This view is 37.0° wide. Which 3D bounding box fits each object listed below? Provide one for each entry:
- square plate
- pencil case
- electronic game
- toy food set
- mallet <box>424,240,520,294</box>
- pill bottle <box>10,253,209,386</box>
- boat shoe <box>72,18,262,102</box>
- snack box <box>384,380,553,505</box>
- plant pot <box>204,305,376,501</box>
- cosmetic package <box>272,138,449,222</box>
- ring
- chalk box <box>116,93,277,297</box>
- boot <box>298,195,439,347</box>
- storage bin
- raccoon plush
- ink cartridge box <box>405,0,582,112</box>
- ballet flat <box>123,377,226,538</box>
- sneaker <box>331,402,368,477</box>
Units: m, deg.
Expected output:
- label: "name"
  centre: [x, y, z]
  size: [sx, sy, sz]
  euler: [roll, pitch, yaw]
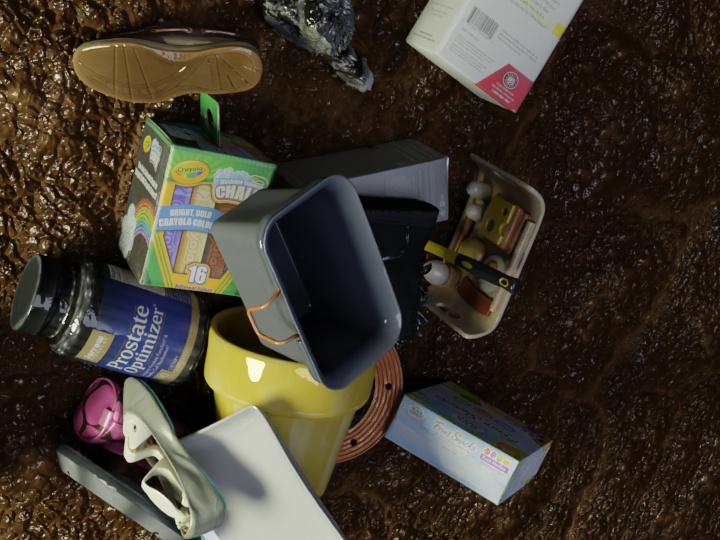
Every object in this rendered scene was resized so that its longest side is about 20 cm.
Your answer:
- label: "square plate"
  centre: [-0.121, 0.254, 1.200]
  size: [0.201, 0.197, 0.028]
  euler: [58, 39, -7]
- label: "pencil case"
  centre: [-0.244, 0.207, 1.290]
  size: [0.199, 0.094, 0.091]
  euler: [36, 92, -32]
- label: "electronic game"
  centre: [-0.267, 0.259, 1.240]
  size: [0.200, 0.199, 0.042]
  euler: [45, 70, -32]
- label: "toy food set"
  centre: [0.141, -0.033, 1.350]
  size: [0.060, 0.143, 0.202]
  euler: [14, 104, -33]
- label: "mallet"
  centre: [0.117, -0.026, 1.318]
  size: [0.041, 0.199, 0.067]
  euler: [5, 100, -49]
- label: "pill bottle"
  centre: [-0.278, 0.052, 1.198]
  size: [0.198, 0.112, 0.113]
  euler: [20, 101, -31]
- label: "boat shoe"
  centre: [-0.203, -0.230, 1.150]
  size: [0.197, 0.072, 0.073]
  euler: [-4, 131, -2]
- label: "snack box"
  centre: [0.145, 0.217, 1.392]
  size: [0.068, 0.167, 0.200]
  euler: [-65, 160, 10]
- label: "plant pot"
  centre: [-0.089, 0.160, 1.261]
  size: [0.198, 0.201, 0.191]
  euler: [0, 108, -26]
- label: "cosmetic package"
  centre: [-0.004, -0.092, 1.280]
  size: [0.198, 0.107, 0.091]
  euler: [-11, 114, -24]
- label: "ring"
  centre: [-0.045, 0.141, 1.355]
  size: [0.198, 0.019, 0.203]
  euler: [0, 89, 1]
- label: "chalk box"
  centre: [-0.177, -0.091, 1.183]
  size: [0.123, 0.125, 0.202]
  euler: [9, 107, -29]
- label: "boot"
  centre: [-0.001, 0.000, 1.215]
  size: [0.196, 0.073, 0.164]
  euler: [2, 109, -31]
- label: "storage bin"
  centre: [-0.070, 0.012, 1.108]
  size: [0.145, 0.134, 0.202]
  euler: [-38, 119, -31]
- label: "raccoon plush"
  centre: [-0.030, -0.310, 1.213]
  size: [0.135, 0.096, 0.200]
  euler: [-63, 152, -7]
- label: "ink cartridge box"
  centre: [0.171, -0.317, 1.286]
  size: [0.144, 0.083, 0.201]
  euler: [29, 96, -33]
- label: "ballet flat"
  centre: [-0.220, 0.202, 1.170]
  size: [0.063, 0.200, 0.068]
  euler: [-24, 155, -35]
- label: "sneaker"
  centre: [-0.047, 0.212, 1.411]
  size: [0.074, 0.085, 0.201]
  euler: [28, 78, 11]
